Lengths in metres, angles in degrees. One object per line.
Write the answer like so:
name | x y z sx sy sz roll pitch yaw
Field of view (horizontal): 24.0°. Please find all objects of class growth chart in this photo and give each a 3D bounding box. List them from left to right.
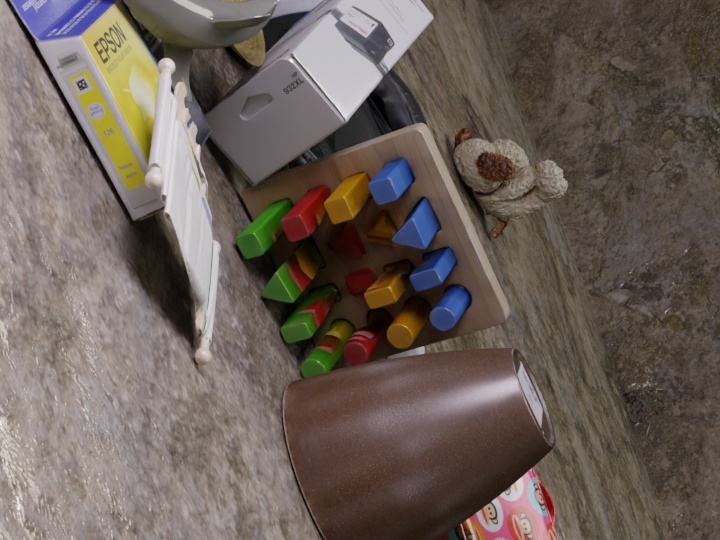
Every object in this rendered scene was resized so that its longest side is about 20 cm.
growth chart | -0.131 -0.048 1.288 0.145 0.018 0.201 -88 170 -48

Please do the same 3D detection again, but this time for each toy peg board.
toy peg board | 0.000 0.000 1.536 0.201 0.198 0.098 64 30 -16

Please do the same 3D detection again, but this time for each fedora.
fedora | -0.018 -0.135 1.741 0.200 0.092 0.201 20 53 -29

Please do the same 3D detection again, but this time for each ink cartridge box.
ink cartridge box | -0.192 -0.163 1.343 0.198 0.047 0.201 -76 143 -67
ink cartridge box | -0.039 -0.187 1.581 0.084 0.145 0.200 49 44 -12

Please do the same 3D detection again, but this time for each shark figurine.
shark figurine | -0.096 -0.219 1.393 0.214 0.089 0.129 -29 109 -43

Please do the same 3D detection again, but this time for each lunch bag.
lunch bag | 0.127 0.243 1.696 0.176 0.082 0.201 -5 72 -44

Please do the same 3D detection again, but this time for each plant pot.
plant pot | 0.062 0.147 1.482 0.187 0.199 0.187 60 14 -26

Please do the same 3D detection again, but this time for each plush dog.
plush dog | 0.224 -0.160 2.866 0.172 0.161 0.200 40 -2 -34

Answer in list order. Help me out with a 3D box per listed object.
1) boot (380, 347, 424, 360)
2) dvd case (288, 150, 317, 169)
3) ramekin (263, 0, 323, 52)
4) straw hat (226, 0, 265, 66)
boot | 0.020 0.094 1.726 0.096 0.073 0.200 51 13 -21
dvd case | -0.001 -0.025 1.670 0.200 0.022 0.146 49 -12 9
ramekin | -0.058 -0.282 1.764 0.202 0.201 0.095 33 48 -67
straw hat | -0.168 -0.257 1.506 0.202 0.085 0.201 61 13 -25
